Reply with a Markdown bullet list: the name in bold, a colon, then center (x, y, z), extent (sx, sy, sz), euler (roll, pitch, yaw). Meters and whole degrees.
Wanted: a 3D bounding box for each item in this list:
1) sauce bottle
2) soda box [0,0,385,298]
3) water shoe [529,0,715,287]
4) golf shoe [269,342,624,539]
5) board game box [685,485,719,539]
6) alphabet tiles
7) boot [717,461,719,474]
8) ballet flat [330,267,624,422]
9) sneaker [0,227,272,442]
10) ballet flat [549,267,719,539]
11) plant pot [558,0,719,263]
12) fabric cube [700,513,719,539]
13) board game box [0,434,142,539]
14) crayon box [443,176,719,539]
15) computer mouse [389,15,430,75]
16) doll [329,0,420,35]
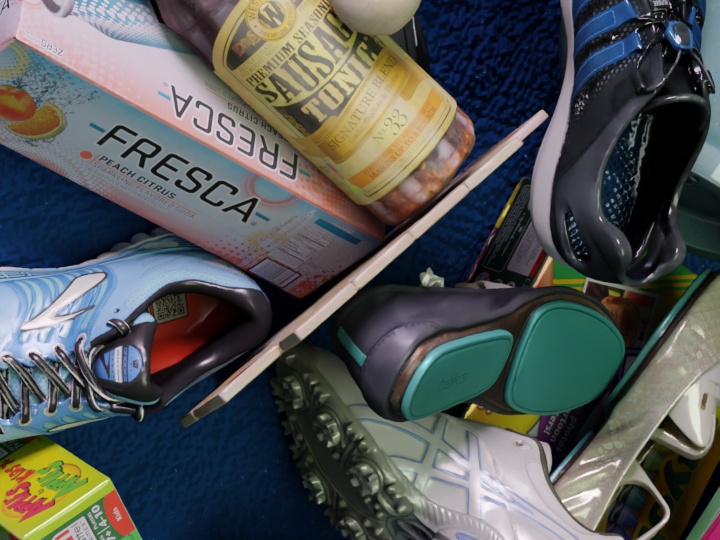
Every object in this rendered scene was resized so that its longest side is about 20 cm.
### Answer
- **sauce bottle**: center (-0.039, -0.104, 0.866), extent (0.200, 0.066, 0.066), euler (40, 79, -16)
- **soda box**: center (-0.080, -0.065, 0.897), extent (0.200, 0.064, 0.069), euler (28, 46, -30)
- **water shoe**: center (0.127, -0.092, 0.867), extent (0.071, 0.079, 0.201), euler (0, 104, -29)
- **golf shoe**: center (0.040, 0.100, 0.974), extent (0.097, 0.200, 0.078), euler (-31, 155, -28)
- **board game box**: center (0.202, 0.180, 1.114), extent (0.134, 0.029, 0.200), euler (15, 109, -53)
- **alphabet tiles**: center (0.000, 0.000, 0.931), extent (0.200, 0.166, 0.006), euler (-42, 92, -18)
- **boot**: center (0.268, 0.040, 1.114), extent (0.077, 0.138, 0.201), euler (2, 101, -32)
- **ballet flat**: center (0.053, 0.030, 0.949), extent (0.200, 0.073, 0.073), euler (-1, 102, -55)
- **sneaker**: center (-0.128, 0.033, 0.895), extent (0.200, 0.090, 0.079), euler (-23, 112, -26)
- **ballet flat**: center (0.140, 0.091, 1.017), extent (0.200, 0.062, 0.067), euler (-52, 165, -6)
- **plant pot**: center (0.176, -0.086, 0.983), extent (0.200, 0.200, 0.134), euler (37, 74, -32)
- **fabric cube**: center (0.252, 0.226, 1.015), extent (0.200, 0.196, 0.200), euler (-54, 147, 7)
- **board game box**: center (-0.112, 0.173, 0.930), extent (0.048, 0.102, 0.200), euler (-34, 116, -22)
- **crayon box**: center (0.111, 0.080, 1.073), extent (0.172, 0.058, 0.200), euler (31, 84, -33)
- **computer mouse**: center (-0.043, -0.123, 0.919), extent (0.140, 0.046, 0.200), euler (-11, 129, 1)
- **doll**: center (0.057, -0.175, 0.862), extent (0.200, 0.048, 0.137), euler (-52, 132, -19)
